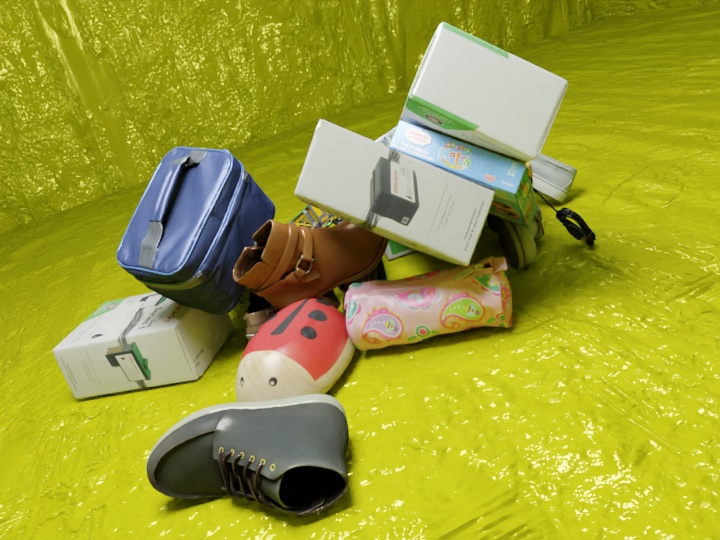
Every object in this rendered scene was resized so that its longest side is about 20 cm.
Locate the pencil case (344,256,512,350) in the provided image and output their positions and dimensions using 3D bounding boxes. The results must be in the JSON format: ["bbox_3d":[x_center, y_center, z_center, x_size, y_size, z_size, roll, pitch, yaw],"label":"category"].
[{"bbox_3d":[0.079,0.038,0.744,0.195,0.090,0.088,-12,21,16],"label":"pencil case"}]

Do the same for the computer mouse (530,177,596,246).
[{"bbox_3d":[0.230,-0.091,0.847,0.034,0.198,0.059,-52,-1,-4],"label":"computer mouse"}]

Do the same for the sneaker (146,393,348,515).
[{"bbox_3d":[-0.105,0.173,0.567,0.195,0.077,0.107,-16,18,1],"label":"sneaker"}]

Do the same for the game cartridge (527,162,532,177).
[{"bbox_3d":[0.123,-0.124,0.936,0.198,0.033,0.176,-34,39,-17],"label":"game cartridge"}]

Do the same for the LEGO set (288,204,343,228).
[{"bbox_3d":[-0.048,-0.035,0.950,0.153,0.117,0.200,-39,1,8],"label":"LEGO set"}]

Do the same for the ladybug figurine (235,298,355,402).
[{"bbox_3d":[-0.078,0.093,0.748,0.132,0.074,0.201,-8,23,23],"label":"ladybug figurine"}]

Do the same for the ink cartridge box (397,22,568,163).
[{"bbox_3d":[0.123,-0.178,0.714,0.143,0.086,0.200,24,2,-2],"label":"ink cartridge box"}]

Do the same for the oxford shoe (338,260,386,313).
[{"bbox_3d":[0.000,0.000,0.926,0.070,0.073,0.201,-18,22,11],"label":"oxford shoe"}]

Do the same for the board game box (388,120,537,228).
[{"bbox_3d":[0.130,-0.108,0.758,0.148,0.037,0.199,24,1,20],"label":"board game box"}]

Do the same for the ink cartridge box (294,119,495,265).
[{"bbox_3d":[0.031,-0.082,0.712,0.195,0.086,0.145,22,2,-4],"label":"ink cartridge box"}]

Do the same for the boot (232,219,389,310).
[{"bbox_3d":[-0.058,-0.037,0.808,0.201,0.154,0.077,-50,41,14],"label":"boot"}]

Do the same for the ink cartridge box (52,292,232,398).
[{"bbox_3d":[-0.300,0.095,0.903,0.194,0.086,0.147,-12,22,15],"label":"ink cartridge box"}]

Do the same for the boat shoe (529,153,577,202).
[{"bbox_3d":[0.258,-0.189,1.032,0.198,0.073,0.070,32,10,4],"label":"boat shoe"}]

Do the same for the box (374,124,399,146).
[{"bbox_3d":[0.040,-0.189,0.976,0.108,0.035,0.200,-31,8,17],"label":"box"}]

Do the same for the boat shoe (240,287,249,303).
[{"bbox_3d":[-0.188,-0.005,0.959,0.200,0.072,0.068,135,157,-73],"label":"boat shoe"}]

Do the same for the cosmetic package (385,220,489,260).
[{"bbox_3d":[0.117,-0.107,1.041,0.195,0.110,0.085,-19,21,-1],"label":"cosmetic package"}]

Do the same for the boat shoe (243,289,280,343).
[{"bbox_3d":[-0.120,0.044,0.902,0.070,0.074,0.201,-15,21,5],"label":"boat shoe"}]

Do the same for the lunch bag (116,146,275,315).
[{"bbox_3d":[-0.207,-0.063,0.815,0.133,0.133,0.205,8,68,28],"label":"lunch bag"}]

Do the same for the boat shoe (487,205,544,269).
[{"bbox_3d":[0.225,-0.069,0.906,0.066,0.077,0.201,-10,28,5],"label":"boat shoe"}]
